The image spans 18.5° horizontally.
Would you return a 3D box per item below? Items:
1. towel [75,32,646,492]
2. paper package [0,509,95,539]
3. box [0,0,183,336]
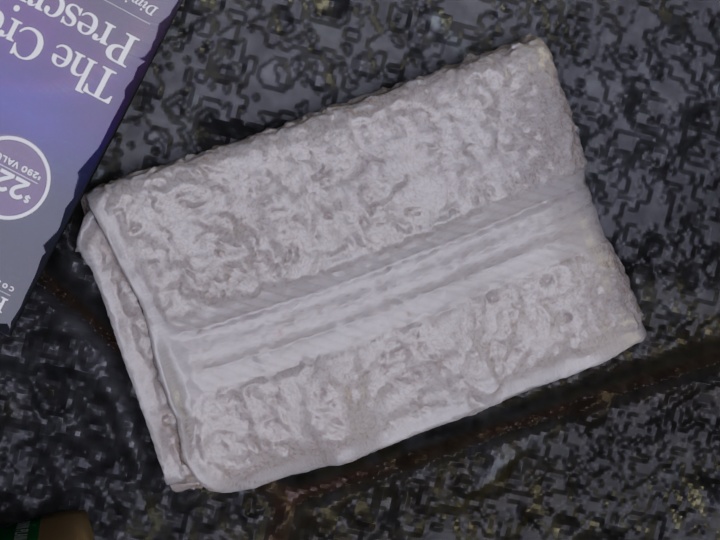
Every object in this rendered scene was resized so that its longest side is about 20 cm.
[{"bbox_3d":[0.000,0.000,0.852,0.200,0.034,0.133,-20,99,-5],"label":"towel"},{"bbox_3d":[-0.126,0.199,0.773,0.103,0.200,0.191,-10,98,-6],"label":"paper package"},{"bbox_3d":[-0.184,-0.085,0.798,0.200,0.079,0.141,27,95,-10],"label":"box"}]
